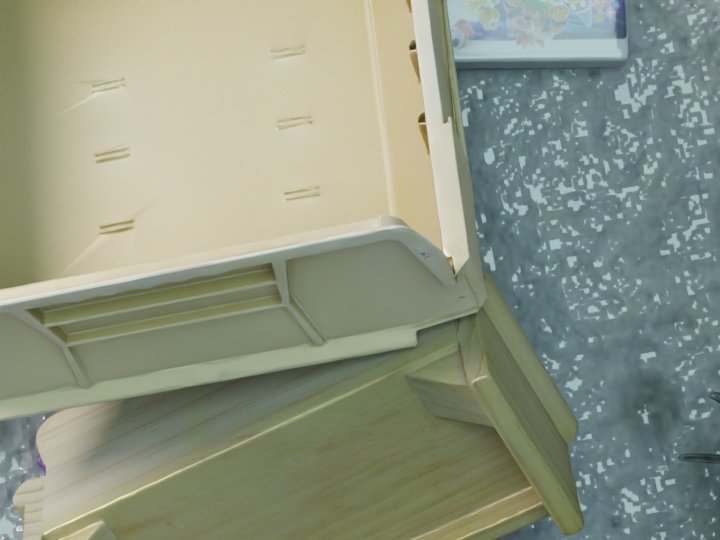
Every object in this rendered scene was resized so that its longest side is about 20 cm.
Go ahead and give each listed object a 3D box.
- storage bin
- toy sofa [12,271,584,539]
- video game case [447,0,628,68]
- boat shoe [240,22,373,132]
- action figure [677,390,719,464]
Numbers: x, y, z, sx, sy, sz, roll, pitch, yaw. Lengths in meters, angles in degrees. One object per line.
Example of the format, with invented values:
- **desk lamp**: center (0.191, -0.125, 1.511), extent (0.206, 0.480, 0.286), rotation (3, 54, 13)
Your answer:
- **storage bin**: center (-0.068, -0.066, 1.008), extent (0.198, 0.094, 0.201), rotation (-11, 62, 7)
- **toy sofa**: center (-0.023, 0.077, 1.043), extent (0.200, 0.098, 0.083), rotation (-26, 121, 12)
- **video game case**: center (0.033, -0.181, 1.138), extent (0.143, 0.018, 0.201), rotation (-1, 83, -4)
- **boat shoe**: center (0.000, 0.000, 1.086), extent (0.072, 0.072, 0.200), rotation (-35, 95, -4)
- **action figure**: center (0.200, 0.124, 1.038), extent (0.102, 0.119, 0.200), rotation (-2, 44, -36)
